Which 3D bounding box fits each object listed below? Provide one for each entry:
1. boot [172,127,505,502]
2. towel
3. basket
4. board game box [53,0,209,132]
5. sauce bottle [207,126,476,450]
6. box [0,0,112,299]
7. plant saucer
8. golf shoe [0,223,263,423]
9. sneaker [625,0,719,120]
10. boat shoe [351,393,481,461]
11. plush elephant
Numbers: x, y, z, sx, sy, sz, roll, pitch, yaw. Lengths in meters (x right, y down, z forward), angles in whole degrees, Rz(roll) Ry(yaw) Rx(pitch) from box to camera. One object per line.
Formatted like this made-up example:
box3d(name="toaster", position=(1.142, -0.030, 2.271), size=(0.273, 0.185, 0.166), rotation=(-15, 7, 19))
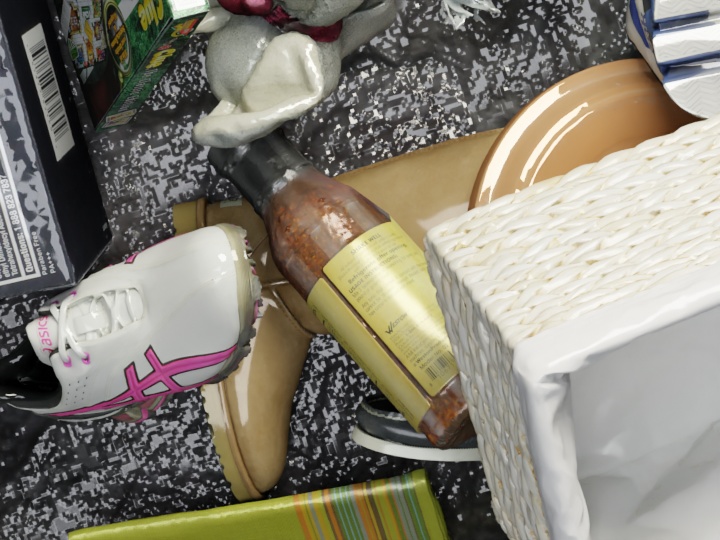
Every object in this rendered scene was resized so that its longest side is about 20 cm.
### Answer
box3d(name="boot", position=(0.011, 0.025, 1.520), size=(0.200, 0.066, 0.175), rotation=(-9, 101, 6))
box3d(name="towel", position=(-0.052, 0.151, 1.555), size=(0.200, 0.018, 0.086), rotation=(-10, 133, 7))
box3d(name="basket", position=(0.153, 0.057, 1.342), size=(0.200, 0.161, 0.198), rotation=(-22, 121, -11))
box3d(name="board game box", position=(-0.120, -0.145, 1.424), size=(0.023, 0.200, 0.105), rotation=(-12, 82, -19))
box3d(name="sauce bottle", position=(0.000, 0.000, 1.455), size=(0.066, 0.066, 0.200), rotation=(-43, 75, 12))
box3d(name="box", position=(-0.256, -0.076, 1.492), size=(0.198, 0.123, 0.200), rotation=(-13, 101, 7))
box3d(name="plant saucer", position=(0.153, -0.012, 1.474), size=(0.200, 0.032, 0.201), rotation=(2, 82, -13))
box3d(name="golf shoe", position=(-0.120, 0.034, 1.467), size=(0.092, 0.200, 0.073), rotation=(-3, 69, -34))
box3d(name="sneaker", position=(0.161, -0.165, 1.448), size=(0.080, 0.115, 0.200), rotation=(-6, 85, -3))
box3d(name="boat shoe", position=(0.091, 0.059, 1.503), size=(0.200, 0.072, 0.068), rotation=(-7, 105, -12))
box3d(name="plush elephant", position=(-0.042, -0.149, 1.438), size=(0.200, 0.165, 0.155), rotation=(42, 111, 4))
